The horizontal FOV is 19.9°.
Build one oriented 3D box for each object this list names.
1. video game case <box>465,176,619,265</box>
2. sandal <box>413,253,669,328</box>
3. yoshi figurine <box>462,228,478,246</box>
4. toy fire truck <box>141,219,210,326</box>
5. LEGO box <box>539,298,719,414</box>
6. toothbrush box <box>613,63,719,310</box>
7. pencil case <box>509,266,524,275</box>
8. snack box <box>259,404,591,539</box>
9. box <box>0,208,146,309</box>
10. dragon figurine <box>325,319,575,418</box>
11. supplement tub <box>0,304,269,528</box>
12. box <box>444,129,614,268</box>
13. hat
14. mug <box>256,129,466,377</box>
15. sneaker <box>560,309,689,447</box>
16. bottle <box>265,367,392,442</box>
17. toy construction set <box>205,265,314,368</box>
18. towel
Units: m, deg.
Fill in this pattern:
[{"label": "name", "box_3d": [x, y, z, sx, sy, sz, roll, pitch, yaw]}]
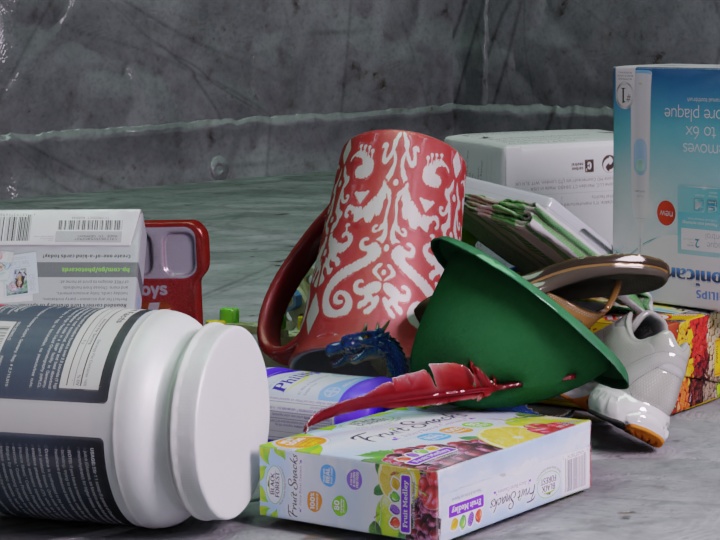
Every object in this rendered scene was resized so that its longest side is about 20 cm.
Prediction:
[{"label": "video game case", "box_3d": [0.153, -0.033, 1.848, 0.182, 0.022, 0.199, 34, -11, -39]}, {"label": "sandal", "box_3d": [0.142, 0.029, 1.583, 0.198, 0.055, 0.082, -10, -13, -9]}, {"label": "yoshi figurine", "box_3d": [0.060, 0.001, 1.845, 0.199, 0.113, 0.112, 33, -38, -23]}, {"label": "toy fire truck", "box_3d": [-0.217, 0.040, 1.662, 0.198, 0.170, 0.112, 1, 7, 10]}, {"label": "LEGO box", "box_3d": [0.208, 0.067, 1.759, 0.199, 0.078, 0.148, 4, 9, 36]}, {"label": "toothbrush box", "box_3d": [0.291, -0.072, 1.737, 0.085, 0.202, 0.146, -8, 11, -39]}, {"label": "pencil case", "box_3d": [0.076, 0.045, 1.945, 0.198, 0.087, 0.078, -5, 47, -28]}, {"label": "snack box", "box_3d": [0.046, 0.131, 1.370, 0.141, 0.054, 0.199, 3, 7, 34]}, {"label": "box", "box_3d": [-0.246, 0.048, 1.562, 0.154, 0.202, 0.041, -1, -32, 2]}, {"label": "dragon figurine", "box_3d": [0.074, 0.083, 1.562, 0.198, 0.101, 0.059, -2, 8, -8]}, {"label": "supplement tub", "box_3d": [-0.173, 0.094, 1.340, 0.198, 0.142, 0.140, 2, 8, 20]}, {"label": "box", "box_3d": [0.198, -0.039, 2.102, 0.197, 0.202, 0.130, -5, 9, -27]}, {"label": "hat", "box_3d": [0.063, 0.090, 1.438, 0.200, 0.177, 0.165, 39, -9, -16]}, {"label": "mug", "box_3d": [0.001, -0.005, 1.684, 0.176, 0.202, 0.134, 6, -23, 10]}, {"label": "sneaker", "box_3d": [0.201, 0.071, 1.602, 0.075, 0.093, 0.200, 28, 0, -23]}, {"label": "bottle", "box_3d": [-0.059, 0.106, 1.527, 0.198, 0.066, 0.083, 4, 10, 33]}, {"label": "toy construction set", "box_3d": [-0.066, 0.062, 1.826, 0.130, 0.093, 0.200, 2, 19, 25]}, {"label": "towel", "box_3d": [0.151, -0.016, 1.732, 0.152, 0.024, 0.200, 35, -8, -22]}]
